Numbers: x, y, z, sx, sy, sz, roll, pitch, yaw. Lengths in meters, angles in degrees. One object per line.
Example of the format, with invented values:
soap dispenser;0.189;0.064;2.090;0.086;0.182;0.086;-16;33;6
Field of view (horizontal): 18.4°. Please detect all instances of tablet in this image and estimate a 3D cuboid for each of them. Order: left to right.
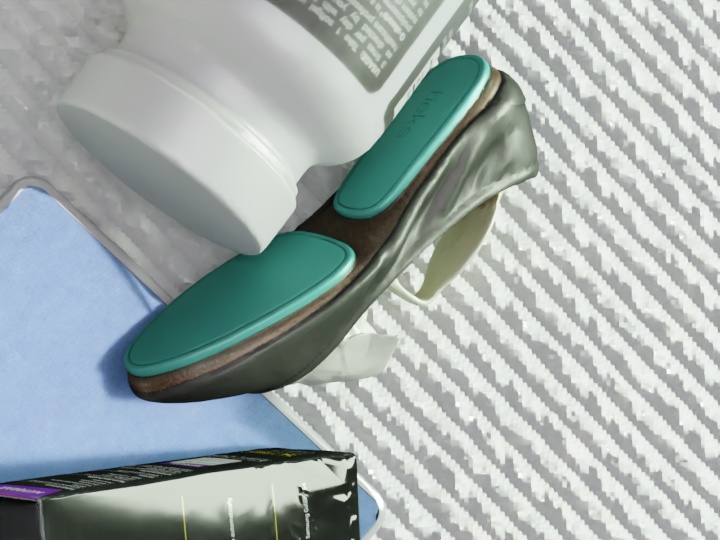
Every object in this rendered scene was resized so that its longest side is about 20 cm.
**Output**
tablet;-0.098;0.075;0.861;0.200;0.014;0.130;44;77;-11

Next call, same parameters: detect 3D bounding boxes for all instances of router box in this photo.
router box;-0.064;0.170;0.803;0.149;0.051;0.200;-3;90;-44

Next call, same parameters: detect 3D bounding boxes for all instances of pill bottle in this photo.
pill bottle;-0.018;-0.113;0.839;0.116;0.116;0.200;38;78;-11

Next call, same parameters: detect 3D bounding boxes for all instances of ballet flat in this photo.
ballet flat;0.000;0.000;0.864;0.200;0.068;0.068;-42;120;-17
